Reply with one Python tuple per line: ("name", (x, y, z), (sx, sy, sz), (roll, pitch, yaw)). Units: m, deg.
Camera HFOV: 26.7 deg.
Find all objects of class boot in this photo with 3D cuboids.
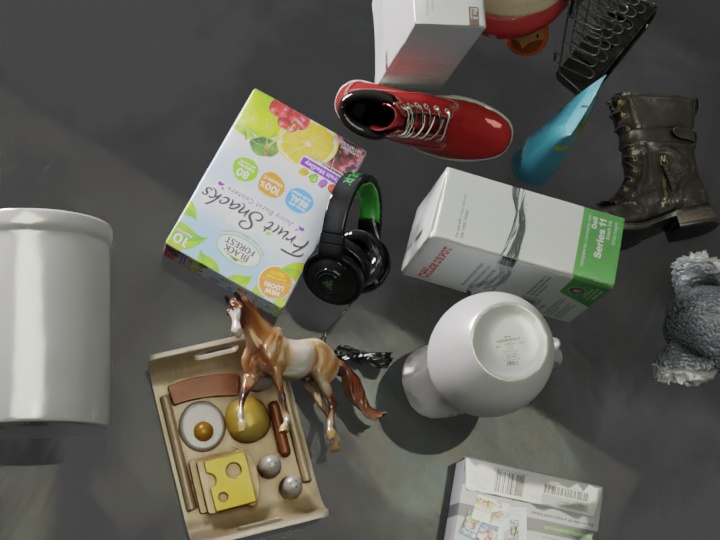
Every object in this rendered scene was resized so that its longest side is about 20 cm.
("boot", (0.304, -0.117, 1.703), (0.199, 0.069, 0.175), (-6, 71, -16))
("boot", (0.071, -0.154, 1.612), (0.199, 0.144, 0.073), (12, 99, -5))

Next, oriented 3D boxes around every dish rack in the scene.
("dish rack", (0.276, -0.293, 1.671), (0.054, 0.200, 0.154), (33, 70, 16))

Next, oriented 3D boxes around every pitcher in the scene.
("pitcher", (0.145, 0.088, 1.541), (0.171, 0.200, 0.122), (-11, 78, -15))

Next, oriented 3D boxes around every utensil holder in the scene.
("utensil holder", (-0.323, 0.057, 1.476), (0.169, 0.170, 0.201), (-2, 78, -11))

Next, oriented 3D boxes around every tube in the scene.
("tube", (0.210, -0.143, 1.613), (0.050, 0.200, 0.078), (28, 73, -2))

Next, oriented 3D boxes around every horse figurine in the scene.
("horse figurine", (-0.063, 0.107, 1.522), (0.199, 0.050, 0.133), (17, 56, -41))

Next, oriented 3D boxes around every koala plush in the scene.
("koala plush", (0.417, 0.070, 1.625), (0.199, 0.184, 0.178), (17, 72, 6))

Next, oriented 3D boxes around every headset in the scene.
("headset", (0.000, 0.000, 1.581), (0.093, 0.123, 0.201), (11, 103, 18))

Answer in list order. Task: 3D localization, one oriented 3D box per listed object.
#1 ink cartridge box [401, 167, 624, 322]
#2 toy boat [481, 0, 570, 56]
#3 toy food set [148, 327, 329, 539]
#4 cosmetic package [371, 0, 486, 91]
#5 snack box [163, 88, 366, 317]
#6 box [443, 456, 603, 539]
("ink cartridge box", (0.157, -0.025, 1.600), (0.199, 0.147, 0.083), (16, 71, -7))
("toy boat", (0.187, -0.302, 1.697), (0.130, 0.131, 0.200), (15, 34, 25))
("toy food set", (-0.124, 0.169, 1.539), (0.143, 0.060, 0.201), (-12, 78, -14))
("cosmetic package", (0.070, -0.275, 1.620), (0.081, 0.200, 0.114), (0, 75, -10))
("snack box", (-0.100, -0.072, 1.611), (0.142, 0.053, 0.201), (29, 72, -1))
("box", (0.161, 0.308, 1.569), (0.155, 0.041, 0.201), (12, 73, -7))
